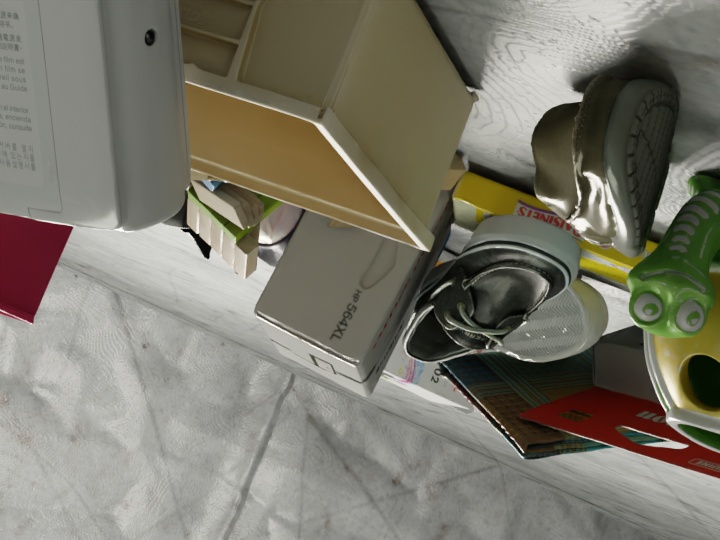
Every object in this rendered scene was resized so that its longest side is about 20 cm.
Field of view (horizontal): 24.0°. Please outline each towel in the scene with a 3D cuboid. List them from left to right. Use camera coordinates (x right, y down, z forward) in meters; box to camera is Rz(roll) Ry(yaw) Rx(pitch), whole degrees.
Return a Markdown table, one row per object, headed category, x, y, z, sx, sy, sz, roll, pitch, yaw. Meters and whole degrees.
| category | x | y | z | sx | sy | sz | roll | pitch | yaw |
| --- | --- | --- | --- | --- | --- | --- | --- | --- | --- |
| towel | 0.176 | 0.093 | 1.260 | 0.200 | 0.022 | 0.147 | -4 | -156 | -23 |

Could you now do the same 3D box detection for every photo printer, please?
| category | x | y | z | sx | sy | sz | roll | pitch | yaw |
| --- | --- | --- | --- | --- | --- | --- | --- | --- | --- |
| photo printer | -0.158 | -0.126 | 0.745 | 0.166 | 0.200 | 0.069 | 10 | -154 | 27 |

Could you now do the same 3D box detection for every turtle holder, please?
| category | x | y | z | sx | sy | sz | roll | pitch | yaw |
| --- | --- | --- | --- | --- | --- | --- | --- | --- | --- |
| turtle holder | 0.216 | 0.029 | 0.888 | 0.141 | 0.132 | 0.186 | 21 | 172 | 15 |

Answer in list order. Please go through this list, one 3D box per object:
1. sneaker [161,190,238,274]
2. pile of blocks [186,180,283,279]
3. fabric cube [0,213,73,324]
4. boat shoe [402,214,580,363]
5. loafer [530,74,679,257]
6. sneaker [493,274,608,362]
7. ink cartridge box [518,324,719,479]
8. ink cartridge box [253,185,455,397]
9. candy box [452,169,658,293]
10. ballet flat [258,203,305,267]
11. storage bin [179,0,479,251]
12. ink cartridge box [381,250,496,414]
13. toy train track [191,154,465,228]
| category | x | y | z | sx | sy | sz | roll | pitch | yaw |
| --- | --- | --- | --- | --- | --- | --- | --- | --- | --- |
| sneaker | -0.112 | -0.075 | 1.171 | 0.060 | 0.104 | 0.200 | 20 | 171 | 21 |
| pile of blocks | -0.085 | -0.080 | 1.079 | 0.082 | 0.062 | 0.200 | 35 | 157 | 35 |
| fabric cube | -0.321 | -0.099 | 1.243 | 0.196 | 0.199 | 0.200 | 28 | 170 | -40 |
| boat shoe | 0.085 | 0.022 | 1.130 | 0.072 | 0.071 | 0.200 | 27 | 158 | -8 |
| loafer | 0.115 | -0.049 | 0.849 | 0.070 | 0.075 | 0.200 | 16 | 171 | 11 |
| sneaker | 0.141 | 0.024 | 1.240 | 0.116 | 0.074 | 0.200 | -8 | -177 | -30 |
| ink cartridge box | 0.237 | 0.083 | 1.171 | 0.174 | 0.044 | 0.200 | -14 | -162 | -40 |
| ink cartridge box | 0.000 | 0.000 | 1.205 | 0.084 | 0.146 | 0.200 | 27 | 171 | 7 |
| candy box | 0.157 | -0.013 | 1.127 | 0.200 | 0.026 | 0.102 | 21 | 176 | 6 |
| ballet flat | -0.082 | -0.043 | 1.419 | 0.073 | 0.073 | 0.200 | 28 | 172 | -34 |
| storage bin | -0.060 | -0.108 | 0.871 | 0.198 | 0.094 | 0.200 | 19 | 171 | 21 |
| ink cartridge box | 0.052 | 0.041 | 1.432 | 0.200 | 0.115 | 0.068 | 26 | 171 | -26 |
| toy train track | -0.029 | -0.072 | 1.047 | 0.200 | 0.033 | 0.115 | 0 | 147 | -29 |
